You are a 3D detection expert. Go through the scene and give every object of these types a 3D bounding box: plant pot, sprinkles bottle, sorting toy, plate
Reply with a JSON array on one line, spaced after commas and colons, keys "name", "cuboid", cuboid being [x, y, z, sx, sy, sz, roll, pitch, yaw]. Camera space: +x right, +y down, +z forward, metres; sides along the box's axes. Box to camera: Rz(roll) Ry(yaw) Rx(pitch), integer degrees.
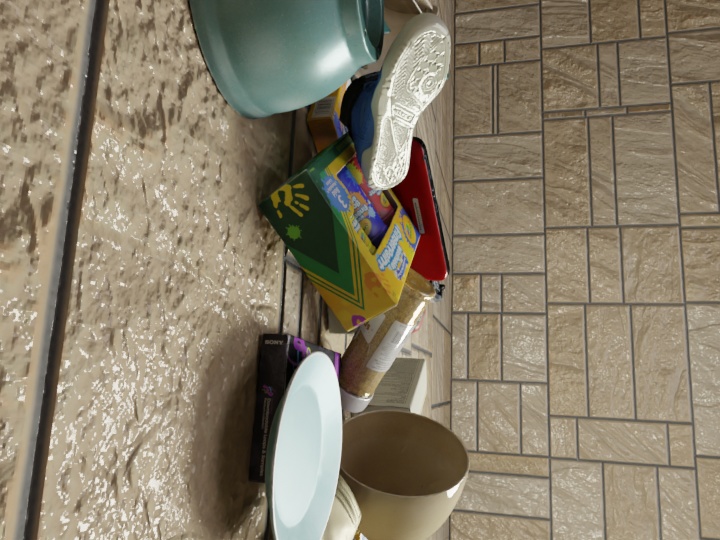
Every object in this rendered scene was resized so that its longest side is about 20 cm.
[{"name": "plant pot", "cuboid": [-0.051, -0.250, 0.524, 0.200, 0.131, 0.206, -1, 90, -76]}, {"name": "sprinkles bottle", "cuboid": [0.024, 0.093, 0.755, 0.202, 0.067, 0.068, -60, 176, 20]}, {"name": "sorting toy", "cuboid": [0.002, -0.364, 0.785, 0.200, 0.105, 0.183, 41, 56, -40]}, {"name": "plant pot", "cuboid": [0.051, 0.316, 0.823, 0.200, 0.196, 0.138, -48, 146, -69]}, {"name": "plate", "cuboid": [-0.058, 0.184, 0.571, 0.200, 0.025, 0.205, 1, 90, -76]}]

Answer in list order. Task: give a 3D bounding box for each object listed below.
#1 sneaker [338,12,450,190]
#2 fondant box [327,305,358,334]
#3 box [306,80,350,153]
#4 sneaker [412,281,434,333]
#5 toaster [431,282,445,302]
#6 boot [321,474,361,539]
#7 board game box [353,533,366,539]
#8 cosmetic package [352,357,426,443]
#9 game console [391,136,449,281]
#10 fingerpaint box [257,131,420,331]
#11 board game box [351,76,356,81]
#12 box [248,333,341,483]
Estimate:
[{"name": "sneaker", "cuboid": [0.028, -0.197, 0.612, 0.202, 0.075, 0.113, 105, -32, -50]}, {"name": "fondant box", "cuboid": [0.000, 0.000, 0.876, 0.200, 0.057, 0.148, -39, 127, -73]}, {"name": "box", "cuboid": [-0.023, -0.176, 0.822, 0.202, 0.041, 0.121, 69, 24, -50]}, {"name": "sneaker", "cuboid": [0.087, 0.026, 0.957, 0.098, 0.069, 0.205, -97, -171, -65]}, {"name": "toaster", "cuboid": [0.093, -0.002, 1.105, 0.200, 0.126, 0.116, 47, 45, -69]}, {"name": "boot", "cuboid": [-0.043, 0.361, 0.663, 0.156, 0.071, 0.205, -48, 131, -66]}, {"name": "board game box", "cuboid": [-0.006, 0.496, 0.873, 0.153, 0.039, 0.205, 49, 43, -69]}, {"name": "cosmetic package", "cuboid": [0.057, 0.226, 1.009, 0.200, 0.101, 0.075, -46, 134, -69]}, {"name": "game console", "cuboid": [0.063, -0.105, 0.821, 0.118, 0.170, 0.204, -39, 123, -41]}, {"name": "fingerpaint box", "cuboid": [-0.011, -0.057, 0.664, 0.168, 0.073, 0.201, 56, 25, -13]}, {"name": "board game box", "cuboid": [0.029, -0.267, 1.023, 0.200, 0.042, 0.204, -6, 94, -76]}, {"name": "box", "cuboid": [-0.067, 0.156, 0.649, 0.200, 0.035, 0.146, 48, 44, -71]}]
